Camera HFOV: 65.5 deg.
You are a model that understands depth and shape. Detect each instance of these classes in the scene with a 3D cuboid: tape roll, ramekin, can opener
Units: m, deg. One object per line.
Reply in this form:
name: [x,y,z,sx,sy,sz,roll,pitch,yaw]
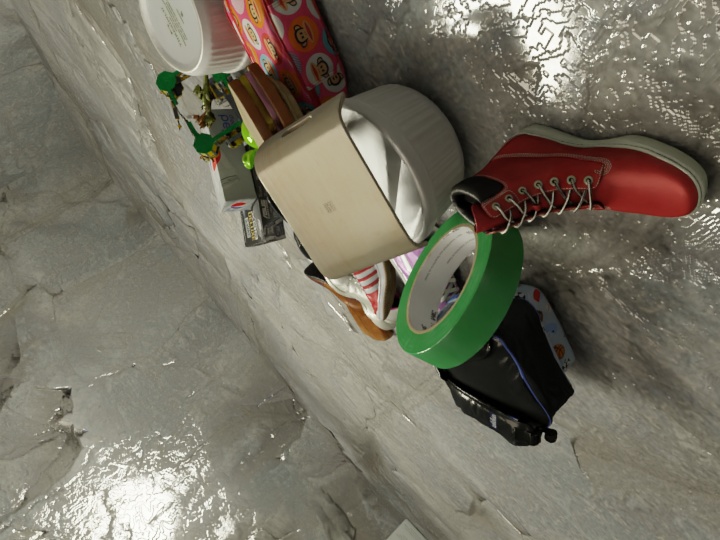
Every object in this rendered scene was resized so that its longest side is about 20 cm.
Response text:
tape roll: [0.117,0.019,0.692,0.048,0.202,0.200,27,163,-15]
ramekin: [0.043,-0.139,0.715,0.202,0.094,0.203,43,156,24]
can opener: [-0.123,-0.101,1.120,0.079,0.063,0.200,59,179,37]
ramekin: [-0.258,-0.400,0.869,0.201,0.094,0.204,27,136,30]

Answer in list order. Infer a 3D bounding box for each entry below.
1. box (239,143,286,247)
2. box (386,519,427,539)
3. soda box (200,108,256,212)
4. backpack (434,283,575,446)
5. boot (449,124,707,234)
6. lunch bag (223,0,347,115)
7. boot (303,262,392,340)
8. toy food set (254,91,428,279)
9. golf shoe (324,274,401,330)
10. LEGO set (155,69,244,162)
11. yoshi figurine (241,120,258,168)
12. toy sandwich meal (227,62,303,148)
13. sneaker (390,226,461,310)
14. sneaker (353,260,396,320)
box: [-0.218,-0.155,1.184,0.157,0.049,0.202,-2,97,65]
box: [0.209,1.211,2.370,0.200,0.171,0.200,37,154,32]
soda box: [-0.268,-0.222,1.128,0.063,0.068,0.202,-37,65,61]
backpack: [0.180,0.108,0.766,0.190,0.154,0.201,-3,120,54]
boot: [0.183,-0.063,0.506,0.199,0.144,0.073,26,145,45]
lunch bag: [-0.111,-0.318,0.796,0.176,0.082,0.201,26,147,56]
boot: [-0.027,0.062,1.257,0.188,0.069,0.201,7,139,50]
toy food set: [-0.023,-0.090,0.669,0.143,0.060,0.201,-19,113,37]
golf shoe: [0.012,0.027,1.081,0.200,0.075,0.092,39,145,-4]
LEGO set: [-0.266,-0.293,1.028,0.200,0.153,0.116,50,179,4]
yoshi figurine: [-0.144,-0.206,0.943,0.112,0.112,0.200,45,170,43]
toy sandwich meal: [-0.121,-0.178,0.780,0.206,0.070,0.206,57,163,28]
sneaker: [0.116,0.008,0.849,0.201,0.072,0.114,51,155,3]
sneaker: [0.000,0.000,0.983,0.111,0.071,0.201,7,130,17]
